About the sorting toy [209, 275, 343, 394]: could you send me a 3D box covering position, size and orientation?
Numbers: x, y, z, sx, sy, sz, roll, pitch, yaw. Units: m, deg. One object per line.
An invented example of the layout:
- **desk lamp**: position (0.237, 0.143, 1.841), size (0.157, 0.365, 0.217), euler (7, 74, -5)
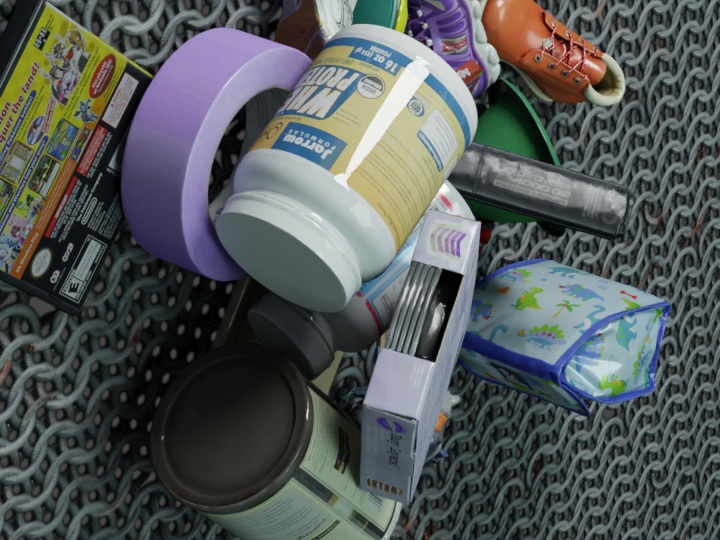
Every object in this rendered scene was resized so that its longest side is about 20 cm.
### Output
- **sorting toy**: position (-0.087, 0.093, 1.727), size (0.200, 0.036, 0.185), euler (24, 86, -57)

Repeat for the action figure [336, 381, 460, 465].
- **action figure**: position (0.041, 0.196, 1.872), size (0.200, 0.105, 0.194), euler (25, 95, -50)

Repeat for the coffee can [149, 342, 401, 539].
- **coffee can**: position (-0.068, 0.167, 1.625), size (0.146, 0.146, 0.200), euler (-61, 146, -12)

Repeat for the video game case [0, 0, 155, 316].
- **video game case**: position (-0.238, -0.085, 1.465), size (0.181, 0.025, 0.200), euler (34, 79, -52)

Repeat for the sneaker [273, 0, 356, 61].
- **sneaker**: position (-0.026, -0.226, 1.625), size (0.088, 0.076, 0.200), euler (-31, 128, -39)

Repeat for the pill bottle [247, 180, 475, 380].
- **pill bottle**: position (0.000, 0.000, 1.660), size (0.200, 0.109, 0.109), euler (-43, 135, -18)

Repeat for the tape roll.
- **tape roll**: position (-0.109, -0.095, 1.562), size (0.200, 0.066, 0.200), euler (-40, 142, -42)

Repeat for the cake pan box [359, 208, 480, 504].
- **cake pan box**: position (0.048, 0.072, 1.547), size (0.200, 0.052, 0.184), euler (90, 15, -65)

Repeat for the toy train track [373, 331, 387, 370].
- **toy train track**: position (0.032, 0.070, 1.705), size (0.115, 0.033, 0.200), euler (30, 41, -25)

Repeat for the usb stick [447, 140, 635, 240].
- **usb stick**: position (0.150, -0.077, 1.733), size (0.033, 0.200, 0.055), euler (103, 3, -75)

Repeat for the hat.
- **hat**: position (0.090, -0.075, 1.818), size (0.176, 0.200, 0.166), euler (-23, 106, -8)

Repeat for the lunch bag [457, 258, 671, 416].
- **lunch bag**: position (0.191, 0.069, 1.943), size (0.200, 0.170, 0.128), euler (-6, 110, -50)

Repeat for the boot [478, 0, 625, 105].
- **boot**: position (0.186, -0.220, 1.864), size (0.200, 0.107, 0.075), euler (31, 82, -50)

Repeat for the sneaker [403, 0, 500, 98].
- **sneaker**: position (0.068, -0.214, 1.746), size (0.083, 0.081, 0.200), euler (-50, 139, -15)

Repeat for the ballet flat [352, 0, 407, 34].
- **ballet flat**: position (0.005, -0.190, 1.695), size (0.067, 0.067, 0.200), euler (-20, 127, -61)

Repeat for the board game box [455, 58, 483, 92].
- **board game box**: position (0.028, -0.112, 1.705), size (0.200, 0.019, 0.103), euler (-37, 166, -39)

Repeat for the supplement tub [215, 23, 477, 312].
- **supplement tub**: position (-0.011, -0.081, 1.520), size (0.200, 0.145, 0.145), euler (-56, 140, -24)
